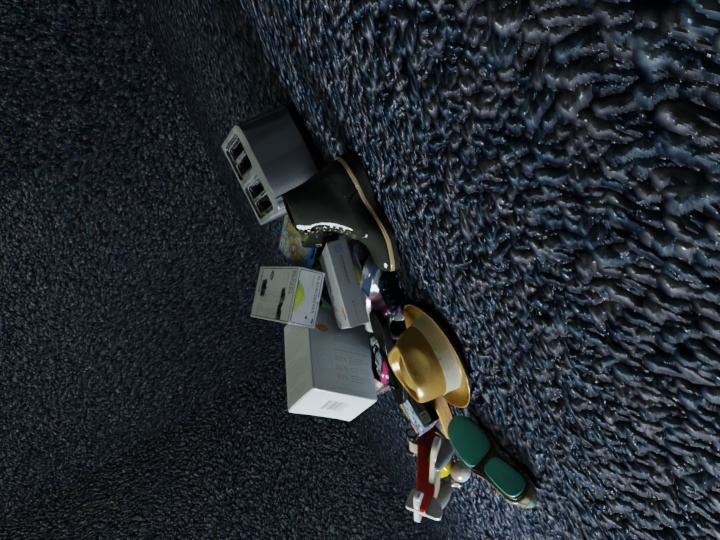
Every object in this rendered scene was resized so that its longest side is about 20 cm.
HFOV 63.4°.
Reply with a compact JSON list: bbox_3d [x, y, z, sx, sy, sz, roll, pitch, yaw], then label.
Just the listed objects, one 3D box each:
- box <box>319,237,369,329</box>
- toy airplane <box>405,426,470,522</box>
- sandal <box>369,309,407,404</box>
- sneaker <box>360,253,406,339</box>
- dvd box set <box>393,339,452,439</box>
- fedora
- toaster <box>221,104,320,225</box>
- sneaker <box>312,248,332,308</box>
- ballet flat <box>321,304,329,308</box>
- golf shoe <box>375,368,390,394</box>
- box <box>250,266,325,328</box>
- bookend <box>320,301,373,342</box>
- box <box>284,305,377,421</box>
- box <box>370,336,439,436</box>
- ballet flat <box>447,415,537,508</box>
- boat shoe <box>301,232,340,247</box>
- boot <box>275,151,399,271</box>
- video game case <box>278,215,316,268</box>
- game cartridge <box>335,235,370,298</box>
[{"bbox_3d":[-0.035,0.032,1.109,0.200,0.041,0.157,132,122,-81],"label":"box"},{"bbox_3d":[0.166,0.436,1.241,0.200,0.140,0.201,51,-141,-82],"label":"toy airplane"},{"bbox_3d":[0.039,0.162,1.056,0.075,0.045,0.201,36,148,57],"label":"sandal"},{"bbox_3d":[0.050,0.047,1.048,0.082,0.070,0.201,19,142,24],"label":"sneaker"},{"bbox_3d":[0.126,0.228,1.181,0.146,0.029,0.201,42,159,56],"label":"dvd box set"},{"bbox_3d":[0.101,0.155,0.971,0.201,0.081,0.201,53,161,27],"label":"fedora"},{"bbox_3d":[-0.160,-0.196,1.105,0.182,0.118,0.200,63,155,-6],"label":"toaster"},{"bbox_3d":[-0.069,-0.012,1.242,0.085,0.074,0.201,-47,62,46],"label":"sneaker"},{"bbox_3d":[-0.074,0.115,1.343,0.067,0.201,0.067,23,-165,-47],"label":"ballet flat"},{"bbox_3d":[0.057,0.250,1.424,0.093,0.072,0.200,64,158,12],"label":"golf shoe"},{"bbox_3d":[-0.154,0.051,1.207,0.200,0.060,0.118,3,80,58],"label":"box"},{"bbox_3d":[-0.039,0.149,1.510,0.200,0.092,0.200,46,161,51],"label":"bookend"},{"bbox_3d":[-0.066,0.189,1.206,0.106,0.152,0.201,-46,38,38],"label":"box"},{"bbox_3d":[0.085,0.230,1.177,0.201,0.040,0.137,58,169,19],"label":"box"},{"bbox_3d":[0.219,0.325,0.976,0.075,0.068,0.200,50,174,-36],"label":"ballet flat"},{"bbox_3d":[-0.065,-0.099,1.079,0.200,0.075,0.074,-27,64,61],"label":"boat shoe"},{"bbox_3d":[-0.034,-0.064,0.915,0.201,0.138,0.077,63,167,-14],"label":"boot"},{"bbox_3d":[-0.126,-0.102,1.243,0.143,0.018,0.201,48,131,46],"label":"video game case"},{"bbox_3d":[0.000,0.000,1.165,0.133,0.040,0.201,47,162,57],"label":"game cartridge"}]
